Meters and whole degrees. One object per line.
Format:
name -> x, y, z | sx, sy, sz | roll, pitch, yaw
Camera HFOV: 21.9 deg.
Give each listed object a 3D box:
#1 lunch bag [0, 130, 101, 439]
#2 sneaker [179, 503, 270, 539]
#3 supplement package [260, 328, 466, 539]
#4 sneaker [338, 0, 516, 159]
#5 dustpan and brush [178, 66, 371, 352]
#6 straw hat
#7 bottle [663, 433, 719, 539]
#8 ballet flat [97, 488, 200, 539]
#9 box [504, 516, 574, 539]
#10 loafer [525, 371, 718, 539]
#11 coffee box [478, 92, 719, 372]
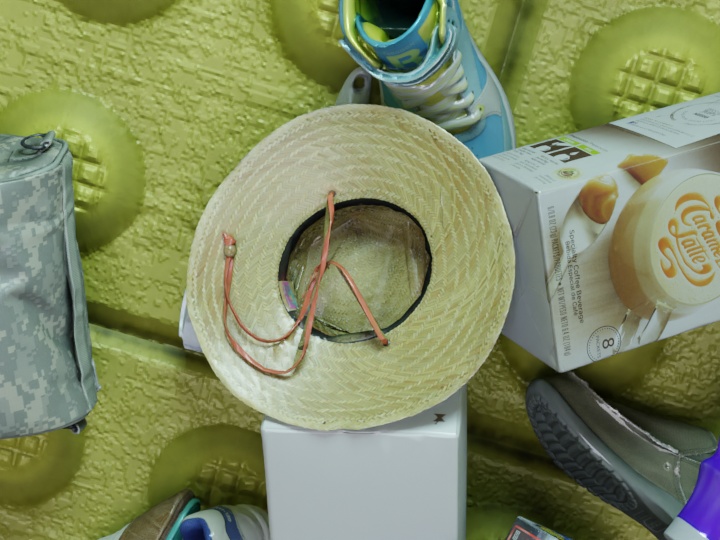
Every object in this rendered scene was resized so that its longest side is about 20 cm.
lunch bag -> -0.256, 0.011, 1.180 | 0.166, 0.139, 0.201 | 1, 111, 7
sneaker -> -0.121, 0.250, 1.252 | 0.075, 0.088, 0.201 | 18, 90, 36
supplement package -> 0.007, 0.142, 1.189 | 0.120, 0.120, 0.201 | 2, 125, 5
sneaker -> 0.037, -0.113, 1.107 | 0.079, 0.131, 0.201 | -22, 107, 12
dustpan and brush -> -0.027, -0.032, 1.193 | 0.139, 0.057, 0.201 | 14, 118, -12
straw hat -> 0.000, 0.000, 1.123 | 0.200, 0.085, 0.203 | -1, 88, 13
bottle -> 0.270, 0.103, 1.162 | 0.083, 0.065, 0.200 | 42, 85, -7
ballet flat -> -0.165, 0.232, 1.302 | 0.072, 0.068, 0.201 | 22, 117, 18
box -> 0.095, 0.266, 1.209 | 0.040, 0.137, 0.201 | 28, 89, 33
loafer -> 0.194, 0.127, 1.221 | 0.200, 0.075, 0.070 | 40, 72, -5
coffee box -> 0.180, -0.030, 1.105 | 0.199, 0.080, 0.115 | -17, 112, -19
